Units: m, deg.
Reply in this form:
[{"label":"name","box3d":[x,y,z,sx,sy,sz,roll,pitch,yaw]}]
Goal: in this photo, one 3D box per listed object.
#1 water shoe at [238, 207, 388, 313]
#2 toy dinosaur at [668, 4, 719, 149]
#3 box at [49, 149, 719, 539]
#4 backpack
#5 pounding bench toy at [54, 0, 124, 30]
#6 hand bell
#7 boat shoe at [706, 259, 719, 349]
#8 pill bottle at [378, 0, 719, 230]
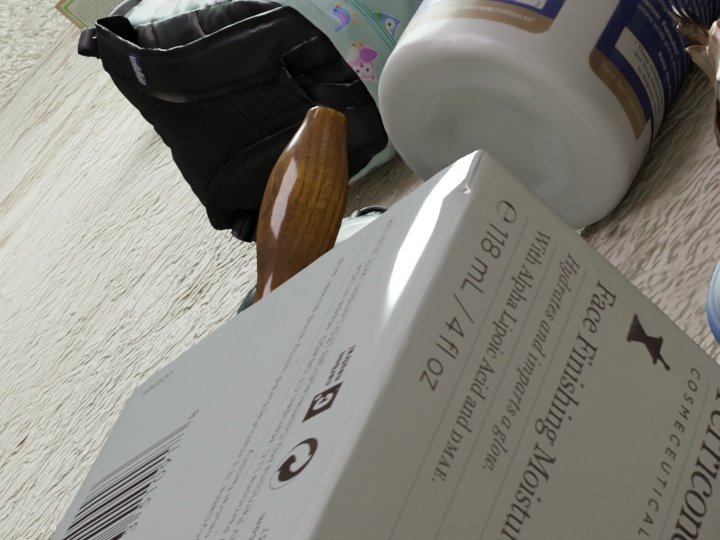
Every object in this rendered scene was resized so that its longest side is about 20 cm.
[{"label":"water shoe","box3d":[0.000,0.000,1.012,0.200,0.071,0.079,-28,30,54]},{"label":"toy dinosaur","box3d":[0.178,-0.135,0.872,0.200,0.136,0.086,-31,39,-21]},{"label":"box","box3d":[-0.007,0.105,0.703,0.200,0.131,0.199,-34,21,42]},{"label":"backpack","box3d":[-0.037,-0.114,1.283,0.200,0.167,0.127,-14,32,55]},{"label":"pounding bench toy","box3d":[-0.167,-0.274,1.930,0.124,0.200,0.156,-32,24,49]},{"label":"hand bell","box3d":[-0.037,0.029,0.901,0.104,0.104,0.200,-22,51,60]},{"label":"boat shoe","box3d":[0.177,0.015,0.498,0.200,0.072,0.072,0,49,36]},{"label":"pill bottle","box3d":[0.096,-0.121,0.995,0.111,0.111,0.200,-28,26,53]}]
